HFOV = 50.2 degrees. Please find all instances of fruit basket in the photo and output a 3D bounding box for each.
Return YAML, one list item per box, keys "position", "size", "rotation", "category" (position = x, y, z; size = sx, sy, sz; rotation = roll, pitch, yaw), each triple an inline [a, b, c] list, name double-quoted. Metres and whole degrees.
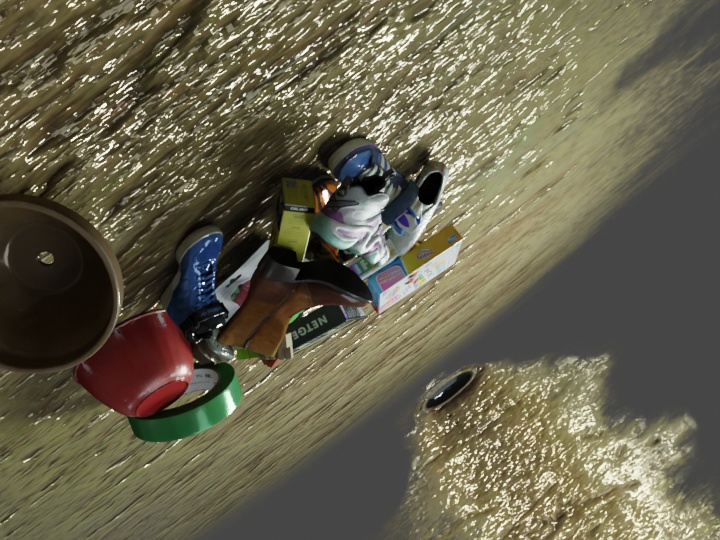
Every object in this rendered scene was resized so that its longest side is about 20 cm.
- position: [-0.171, 0.031, 1.341]
  size: [0.185, 0.094, 0.200]
  rotation: [-43, 145, 12]
  category: "fruit basket"

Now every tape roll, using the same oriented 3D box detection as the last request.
- position: [-0.312, 0.228, 1.364]
  size: [0.200, 0.048, 0.200]
  rotation: [-13, -161, 5]
  category: "tape roll"

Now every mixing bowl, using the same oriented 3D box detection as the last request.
- position: [-0.351, 0.168, 1.260]
  size: [0.200, 0.108, 0.200]
  rotation: [-33, 161, -13]
  category: "mixing bowl"

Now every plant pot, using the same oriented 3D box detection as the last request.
- position: [-0.355, 0.004, 0.836]
  size: [0.201, 0.201, 0.093]
  rotation: [-43, -159, 14]
  category: "plant pot"

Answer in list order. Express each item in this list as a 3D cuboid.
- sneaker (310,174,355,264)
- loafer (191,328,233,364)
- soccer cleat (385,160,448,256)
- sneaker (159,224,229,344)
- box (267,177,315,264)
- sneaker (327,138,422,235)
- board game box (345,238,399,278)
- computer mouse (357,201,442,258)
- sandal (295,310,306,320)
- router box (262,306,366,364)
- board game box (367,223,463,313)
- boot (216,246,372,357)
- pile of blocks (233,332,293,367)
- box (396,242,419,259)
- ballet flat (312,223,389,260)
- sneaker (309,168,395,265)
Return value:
- position: [-0.038, -0.076, 1.260]
  size: [0.078, 0.112, 0.200]
  rotation: [-37, 161, -5]
  category: "sneaker"
- position: [-0.268, 0.140, 1.358]
  size: [0.070, 0.075, 0.200]
  rotation: [-28, 173, -8]
  category: "loafer"
- position: [0.103, -0.113, 1.433]
  size: [0.200, 0.069, 0.085]
  rotation: [-60, -176, 15]
  category: "soccer cleat"
- position: [-0.232, 0.030, 1.151]
  size: [0.077, 0.111, 0.200]
  rotation: [-18, 152, -45]
  category: "sneaker"
- position: [-0.113, -0.040, 1.187]
  size: [0.050, 0.075, 0.200]
  rotation: [5, 130, -15]
  category: "box"
- position: [0.040, -0.126, 1.235]
  size: [0.081, 0.146, 0.200]
  rotation: [-43, 161, 12]
  category: "sneaker"
- position: [0.000, 0.000, 1.437]
  size: [0.134, 0.034, 0.200]
  rotation: [-33, 178, -5]
  category: "board game box"
- position: [0.065, -0.086, 1.537]
  size: [0.140, 0.046, 0.200]
  rotation: [-24, 168, -46]
  category: "computer mouse"
- position: [-0.138, 0.078, 1.527]
  size: [0.203, 0.050, 0.082]
  rotation: [-24, 157, -36]
  category: "sandal"
- position: [-0.101, 0.123, 1.594]
  size: [0.200, 0.052, 0.157]
  rotation: [-29, 173, 12]
  category: "router box"
- position: [0.106, 0.000, 1.543]
  size: [0.200, 0.040, 0.153]
  rotation: [-33, 165, -10]
  category: "board game box"
- position: [-0.102, 0.072, 1.192]
  size: [0.188, 0.069, 0.200]
  rotation: [14, 126, -27]
  category: "boot"
- position: [-0.189, 0.150, 1.425]
  size: [0.082, 0.062, 0.200]
  rotation: [-6, 180, -31]
  category: "pile of blocks"
- position: [0.123, -0.022, 1.727]
  size: [0.075, 0.050, 0.200]
  rotation: [-43, 165, 12]
  category: "box"
- position: [-0.009, -0.079, 1.405]
  size: [0.200, 0.068, 0.072]
  rotation: [-38, 142, 9]
  category: "ballet flat"
- position: [0.017, -0.089, 1.168]
  size: [0.140, 0.078, 0.200]
  rotation: [-60, 154, 5]
  category: "sneaker"
